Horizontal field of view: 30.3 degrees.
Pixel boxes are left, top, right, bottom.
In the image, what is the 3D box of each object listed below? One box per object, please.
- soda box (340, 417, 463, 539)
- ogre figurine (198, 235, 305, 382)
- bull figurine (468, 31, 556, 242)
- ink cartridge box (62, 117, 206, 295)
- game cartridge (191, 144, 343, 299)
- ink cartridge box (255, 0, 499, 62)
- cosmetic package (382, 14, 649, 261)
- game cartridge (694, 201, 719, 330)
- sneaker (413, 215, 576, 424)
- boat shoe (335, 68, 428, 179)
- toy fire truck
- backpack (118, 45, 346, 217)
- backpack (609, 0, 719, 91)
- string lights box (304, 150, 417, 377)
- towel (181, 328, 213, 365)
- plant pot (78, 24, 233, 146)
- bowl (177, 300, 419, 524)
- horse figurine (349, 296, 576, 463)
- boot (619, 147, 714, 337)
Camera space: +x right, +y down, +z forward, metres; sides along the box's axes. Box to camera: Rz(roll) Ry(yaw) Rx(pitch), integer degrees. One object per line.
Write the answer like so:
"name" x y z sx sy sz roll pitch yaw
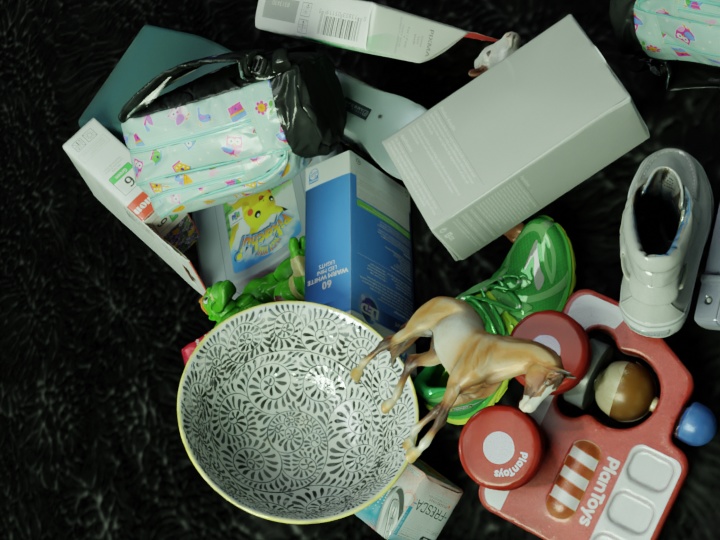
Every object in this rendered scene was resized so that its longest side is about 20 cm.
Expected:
"soda box" -0.004 0.173 1.201 0.200 0.064 0.068 30 89 45
"ogre figurine" -0.093 0.046 1.276 0.120 0.098 0.200 -27 40 41
"bull figurine" 0.140 -0.119 1.222 0.121 0.065 0.201 12 82 36
"ink cartridge box" -0.217 -0.063 1.392 0.200 0.109 0.050 40 77 21
"game cartridge" -0.095 -0.053 1.411 0.200 0.040 0.134 -32 55 25
"ink cartridge box" 0.023 -0.229 1.297 0.161 0.200 0.050 20 98 44
"cosmetic package" 0.132 -0.112 1.138 0.200 0.090 0.107 -30 61 9
"game cartridge" 0.342 -0.047 1.041 0.129 0.038 0.200 1 70 45
"sneaker" 0.117 0.042 1.149 0.074 0.084 0.200 32 92 42
"boat shoe" 0.029 -0.138 1.322 0.200 0.091 0.071 36 94 30
"toy fire truck" 0.184 0.127 1.050 0.168 0.112 0.200 26 87 20
"backpack" -0.123 -0.130 1.235 0.200 0.167 0.127 -16 91 14
"backpack" 0.317 -0.230 1.089 0.200 0.127 0.167 24 82 41
"string lights box" 0.000 0.000 1.255 0.059 0.103 0.200 -20 57 32
"towel" -0.095 0.084 1.351 0.200 0.022 0.145 -36 51 21
"plant pot" -0.167 -0.163 1.429 0.200 0.141 0.142 13 67 46
"bowl" -0.058 0.135 1.131 0.094 0.200 0.201 109 159 -58
"horse figurine" 0.066 0.072 1.030 0.133 0.050 0.200 -44 28 3
"boot" 0.243 -0.050 1.044 0.073 0.096 0.200 5 48 12
